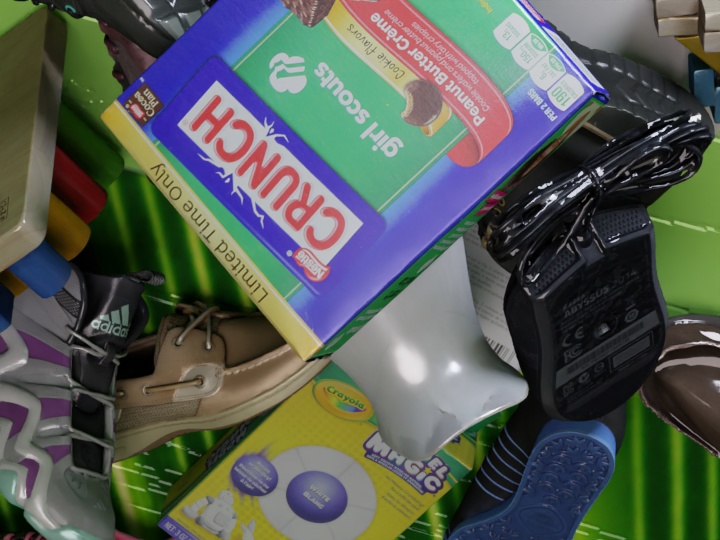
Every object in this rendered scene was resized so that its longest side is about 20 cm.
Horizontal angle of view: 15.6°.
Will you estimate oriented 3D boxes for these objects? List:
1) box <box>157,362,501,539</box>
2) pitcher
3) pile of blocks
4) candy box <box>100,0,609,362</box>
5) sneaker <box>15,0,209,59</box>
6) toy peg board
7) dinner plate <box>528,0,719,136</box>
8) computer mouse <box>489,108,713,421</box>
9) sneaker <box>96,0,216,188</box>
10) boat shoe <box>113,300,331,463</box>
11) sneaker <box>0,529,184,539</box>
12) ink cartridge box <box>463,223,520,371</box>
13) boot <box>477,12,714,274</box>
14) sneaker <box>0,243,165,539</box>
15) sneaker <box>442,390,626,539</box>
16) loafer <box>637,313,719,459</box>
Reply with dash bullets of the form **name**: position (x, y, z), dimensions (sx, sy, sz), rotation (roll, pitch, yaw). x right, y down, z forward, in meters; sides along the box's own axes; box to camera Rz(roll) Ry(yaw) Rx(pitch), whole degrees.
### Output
- **box**: position (-0.017, 0.120, 1.604), dimensions (0.117, 0.048, 0.200), rotation (39, 115, -12)
- **pitcher**: position (0.000, 0.000, 1.453), dimensions (0.121, 0.172, 0.201), rotation (-30, 93, -13)
- **pile of blocks**: position (0.235, -0.084, 1.432), dimensions (0.199, 0.062, 0.082), rotation (30, 114, -16)
- **candy box**: position (-0.004, -0.082, 1.323), dimensions (0.200, 0.077, 0.169), rotation (-43, 81, 10)
- **sneaker**: position (-0.162, -0.173, 1.404), dimensions (0.200, 0.075, 0.079), rotation (44, 120, 13)
- **toy peg board**: position (-0.224, -0.012, 1.491), dimensions (0.199, 0.200, 0.098), rotation (-32, 124, 23)
- **dinner plate**: position (0.117, -0.124, 1.468), dimensions (0.199, 0.024, 0.201), rotation (4, 118, 8)
- **computer mouse**: position (0.121, 0.000, 1.407), dimensions (0.138, 0.053, 0.201), rotation (-29, 142, -19)
- **sneaker**: position (-0.137, -0.147, 1.474), dimensions (0.115, 0.076, 0.201), rotation (8, 108, 10)
- **boat shoe**: position (-0.098, 0.056, 1.568), dimensions (0.199, 0.071, 0.065), rotation (-23, 113, 21)
- **sneaker**: position (-0.191, 0.184, 1.639), dimensions (0.199, 0.079, 0.096), rotation (9, 135, -5)
- **ink cartridge box**: position (0.038, -0.045, 1.510), dimensions (0.199, 0.044, 0.174), rotation (28, 118, -6)
- **boot**: position (0.072, -0.068, 1.425), dimensions (0.199, 0.078, 0.139), rotation (28, 124, -9)
- **sneaker**: position (-0.159, 0.055, 1.525), dimensions (0.140, 0.201, 0.078), rotation (-39, 151, 19)
- **sneaker**: position (0.108, 0.123, 1.579), dimensions (0.070, 0.078, 0.200), rotation (26, 140, -8)
- **loafer**: position (0.246, 0.094, 1.535), dimensions (0.199, 0.071, 0.073), rotation (28, 118, -7)
